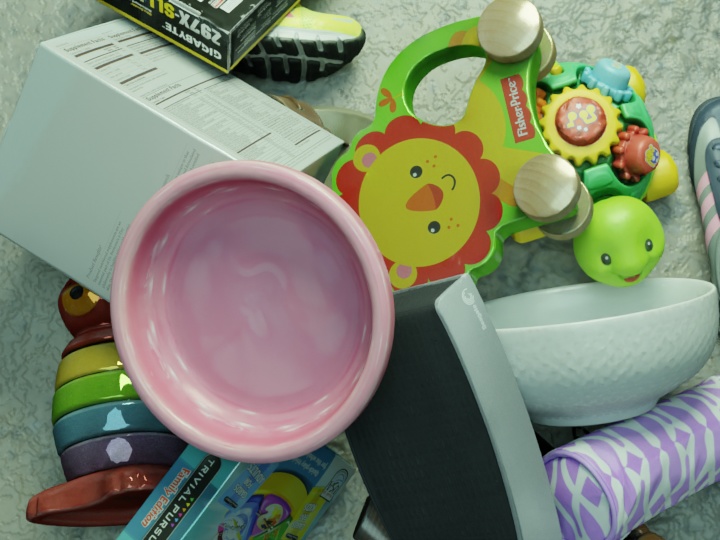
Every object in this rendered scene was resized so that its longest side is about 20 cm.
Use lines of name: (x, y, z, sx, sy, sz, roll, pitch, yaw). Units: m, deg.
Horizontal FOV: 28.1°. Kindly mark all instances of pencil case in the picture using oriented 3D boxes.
pencil case: (0.217, 0.141, 1.047, 0.199, 0.084, 0.086, -19, 78, -34)

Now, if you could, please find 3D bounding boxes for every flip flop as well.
flip flop: (-0.071, -0.112, 1.155, 0.199, 0.058, 0.081, 18, 82, 6)

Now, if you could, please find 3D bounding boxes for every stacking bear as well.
stacking bear: (-0.188, 0.086, 1.105, 0.121, 0.114, 0.201, -18, 68, 26)

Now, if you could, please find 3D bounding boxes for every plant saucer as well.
plant saucer: (-0.069, 0.026, 0.962, 0.200, 0.051, 0.202, 3, 99, 20)

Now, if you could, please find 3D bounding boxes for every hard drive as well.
hard drive: (0.051, 0.112, 1.001, 0.134, 0.042, 0.201, -14, 100, 33)

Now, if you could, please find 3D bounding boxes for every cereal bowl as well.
cereal bowl: (0.163, 0.062, 1.053, 0.199, 0.200, 0.084, -8, 97, 1)

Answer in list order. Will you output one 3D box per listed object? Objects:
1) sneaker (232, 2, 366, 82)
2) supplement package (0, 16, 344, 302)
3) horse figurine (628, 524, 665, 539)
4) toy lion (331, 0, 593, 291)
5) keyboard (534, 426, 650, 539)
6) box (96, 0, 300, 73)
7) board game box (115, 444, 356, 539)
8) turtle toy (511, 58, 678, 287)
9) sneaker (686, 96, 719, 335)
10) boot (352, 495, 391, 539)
sneaker: (-0.093, -0.209, 1.164, 0.199, 0.078, 0.091, 5, 72, 0)
supplement package: (-0.148, -0.069, 1.079, 0.199, 0.151, 0.152, 31, 114, 6)
horse figurine: (0.207, 0.254, 1.051, 0.132, 0.050, 0.201, -24, 87, -28)
toy lion: (0.062, -0.079, 1.055, 0.191, 0.069, 0.201, -15, 73, 15)
keyboard: (0.176, 0.198, 1.095, 0.200, 0.040, 0.104, 42, 77, -10)
box: (-0.109, -0.262, 1.135, 0.159, 0.049, 0.200, 30, 58, 14)
board game box: (-0.104, 0.195, 1.059, 0.047, 0.151, 0.200, 33, 83, 31)
turtle toy: (0.175, -0.080, 1.110, 0.145, 0.101, 0.201, -19, 75, 0)
sneaker: (0.299, -0.045, 1.114, 0.070, 0.082, 0.201, -8, 81, 2)
boot: (0.088, 0.165, 1.106, 0.146, 0.070, 0.201, 24, 77, -3)
